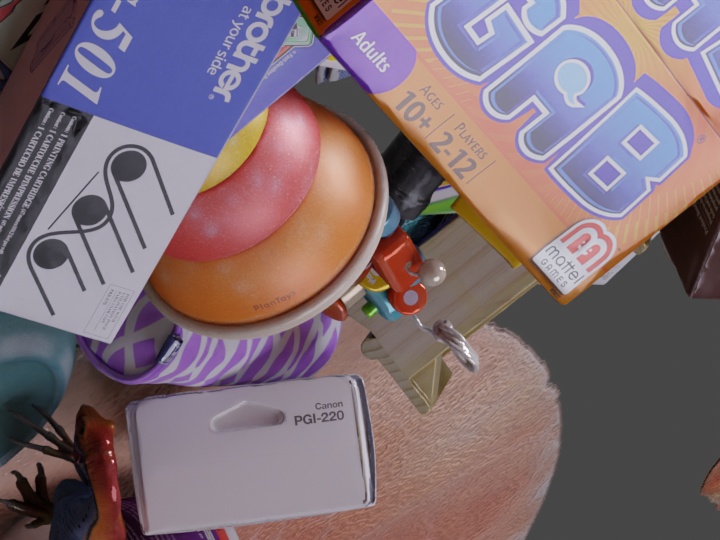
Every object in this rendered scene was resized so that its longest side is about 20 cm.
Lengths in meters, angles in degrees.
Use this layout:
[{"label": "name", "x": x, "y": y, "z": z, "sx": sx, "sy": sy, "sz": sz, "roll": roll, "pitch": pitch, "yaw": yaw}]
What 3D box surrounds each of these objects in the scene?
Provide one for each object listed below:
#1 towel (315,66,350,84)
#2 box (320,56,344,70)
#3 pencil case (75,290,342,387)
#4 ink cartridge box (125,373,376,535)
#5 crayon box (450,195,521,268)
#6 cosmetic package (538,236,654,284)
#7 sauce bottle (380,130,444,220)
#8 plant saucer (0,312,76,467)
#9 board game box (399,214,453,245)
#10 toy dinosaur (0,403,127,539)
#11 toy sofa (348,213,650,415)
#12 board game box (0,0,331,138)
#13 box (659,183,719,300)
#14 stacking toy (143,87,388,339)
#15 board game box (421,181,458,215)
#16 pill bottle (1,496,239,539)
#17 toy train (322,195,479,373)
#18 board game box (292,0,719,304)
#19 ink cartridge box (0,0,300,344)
[{"label": "towel", "x": 0.067, "y": -0.179, "z": 1.317, "sx": 0.199, "sy": 0.024, "sz": 0.147, "roll": -23, "pitch": 153, "yaw": -35}, {"label": "box", "x": 0.054, "y": -0.185, "z": 1.204, "sx": 0.155, "sy": 0.041, "sz": 0.201, "roll": 3, "pitch": 126, "yaw": -54}, {"label": "pencil case", "x": -0.087, "y": 0.025, "z": 1.441, "sx": 0.200, "sy": 0.084, "sz": 0.086, "roll": 5, "pitch": 112, "yaw": -62}, {"label": "ink cartridge box", "x": -0.068, "y": 0.116, "z": 1.511, "sx": 0.144, "sy": 0.086, "sz": 0.200, "roll": -7, "pitch": 173, "yaw": -3}, {"label": "crayon box", "x": 0.155, "y": -0.104, "z": 1.379, "sx": 0.173, "sy": 0.058, "sz": 0.200, "roll": -49, "pitch": 172, "yaw": 30}, {"label": "cosmetic package", "x": 0.192, "y": -0.080, "z": 1.649, "sx": 0.200, "sy": 0.071, "sz": 0.101, "roll": -45, "pitch": 157, "yaw": 25}, {"label": "sauce bottle", "x": 0.074, "y": -0.111, "z": 1.340, "sx": 0.064, "sy": 0.065, "sz": 0.200, "roll": -5, "pitch": 139, "yaw": -53}, {"label": "plant saucer", "x": -0.247, "y": 0.091, "z": 1.406, "sx": 0.199, "sy": 0.028, "sz": 0.200, "roll": -30, "pitch": 158, "yaw": -13}, {"label": "board game box", "x": 0.090, "y": -0.086, "z": 1.537, "sx": 0.135, "sy": 0.028, "sz": 0.200, "roll": -15, "pitch": 151, "yaw": -38}, {"label": "toy dinosaur", "x": -0.155, "y": 0.137, "z": 1.413, "sx": 0.199, "sy": 0.106, "sz": 0.181, "roll": 19, "pitch": 159, "yaw": -30}, {"label": "toy sofa", "x": 0.088, "y": -0.007, "z": 1.569, "sx": 0.200, "sy": 0.098, "sz": 0.083, "roll": -39, "pitch": -176, "yaw": 20}, {"label": "board game box", "x": -0.118, "y": -0.094, "z": 1.116, "sx": 0.200, "sy": 0.029, "sz": 0.135, "roll": -39, "pitch": 126, "yaw": 9}, {"label": "box", "x": 0.252, "y": -0.087, "z": 1.517, "sx": 0.074, "sy": 0.101, "sz": 0.201, "roll": 5, "pitch": 129, "yaw": -18}, {"label": "stacking toy", "x": -0.080, "y": -0.071, "z": 1.220, "sx": 0.146, "sy": 0.146, "sz": 0.200, "roll": -34, "pitch": 142, "yaw": -2}, {"label": "board game box", "x": 0.084, "y": -0.096, "z": 1.437, "sx": 0.095, "sy": 0.030, "sz": 0.200, "roll": -5, "pitch": 145, "yaw": -50}, {"label": "pill bottle", "x": -0.176, "y": 0.214, "z": 1.657, "sx": 0.112, "sy": 0.113, "sz": 0.199, "roll": -46, "pitch": 156, "yaw": 26}, {"label": "toy train", "x": 0.000, "y": 0.000, "z": 1.393, "sx": 0.056, "sy": 0.150, "sz": 0.200, "roll": -40, "pitch": 150, "yaw": -6}, {"label": "board game box", "x": 0.078, "y": -0.155, "z": 1.041, "sx": 0.199, "sy": 0.200, "sz": 0.200, "roll": -38, "pitch": 132, "yaw": 7}, {"label": "ink cartridge box", "x": -0.112, "y": -0.067, "z": 1.090, "sx": 0.093, "sy": 0.044, "sz": 0.201, "roll": 18, "pitch": 116, "yaw": -30}]
